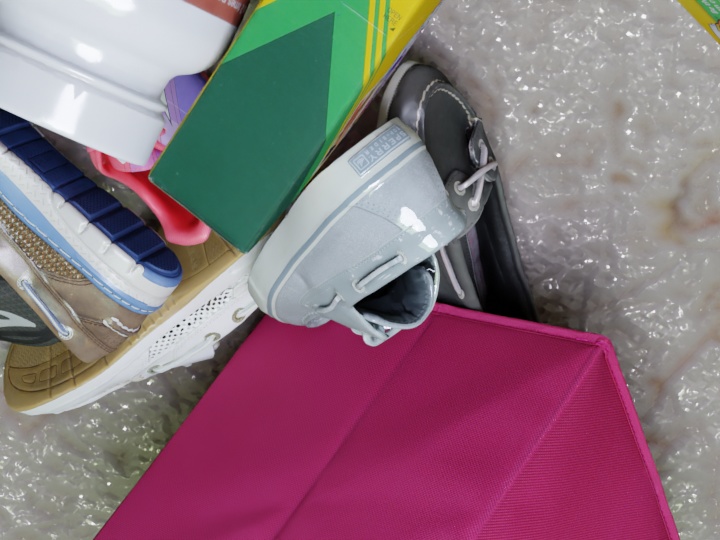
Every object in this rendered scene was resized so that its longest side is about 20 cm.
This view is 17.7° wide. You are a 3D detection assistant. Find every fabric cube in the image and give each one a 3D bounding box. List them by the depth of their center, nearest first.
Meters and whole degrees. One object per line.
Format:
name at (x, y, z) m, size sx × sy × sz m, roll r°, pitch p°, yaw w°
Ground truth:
fabric cube at (0.018, 0.150, 1.122) m, size 0.199 × 0.200 × 0.197 m, roll 10°, pitch 140°, yaw 36°

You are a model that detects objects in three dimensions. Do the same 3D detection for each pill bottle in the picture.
pill bottle at (-0.085, -0.150, 0.915) m, size 0.111 × 0.112 × 0.201 m, roll 22°, pitch 93°, yaw -14°

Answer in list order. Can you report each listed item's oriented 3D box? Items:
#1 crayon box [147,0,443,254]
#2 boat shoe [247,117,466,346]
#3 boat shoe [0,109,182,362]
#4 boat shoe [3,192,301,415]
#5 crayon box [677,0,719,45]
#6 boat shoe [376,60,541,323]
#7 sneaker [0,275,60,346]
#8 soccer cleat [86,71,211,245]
crayon box at (0.007, -0.122, 0.967) m, size 0.058 × 0.200 × 0.173 m, roll 37°, pitch 122°, yaw -2°
boat shoe at (0.001, -0.001, 1.043) m, size 0.072 × 0.070 × 0.201 m, roll 52°, pitch 161°, yaw 7°
boat shoe at (-0.179, -0.036, 1.077) m, size 0.200 × 0.072 × 0.072 m, roll 43°, pitch 104°, yaw 8°
boat shoe at (-0.096, 0.022, 1.162) m, size 0.199 × 0.071 × 0.069 m, roll -32°, pitch 141°, yaw 27°
crayon box at (0.183, -0.137, 0.973) m, size 0.200 × 0.118 × 0.059 m, roll 37°, pitch 76°, yaw -41°
boat shoe at (0.054, -0.022, 1.112) m, size 0.057 × 0.067 × 0.201 m, roll 14°, pitch 143°, yaw 23°
sneaker at (-0.230, 0.005, 1.133) m, size 0.198 × 0.084 × 0.077 m, roll 14°, pitch 129°, yaw 2°
soccer cleat at (-0.114, -0.089, 1.043) m, size 0.066 × 0.077 × 0.200 m, roll -13°, pitch 145°, yaw 21°
